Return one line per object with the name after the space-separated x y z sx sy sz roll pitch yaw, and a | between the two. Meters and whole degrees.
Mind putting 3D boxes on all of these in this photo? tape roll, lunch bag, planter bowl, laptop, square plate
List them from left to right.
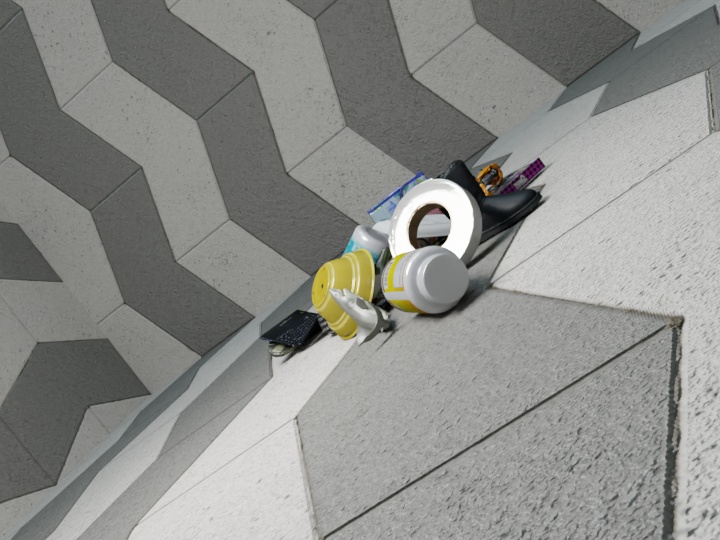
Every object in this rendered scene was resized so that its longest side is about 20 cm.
-0.138 0.112 1.835 0.198 0.104 0.177 8 25 30 | laptop
-0.051 0.042 1.534 0.200 0.083 0.202 -43 40 51 | planter bowl
0.143 -0.158 2.034 0.199 0.171 0.127 -35 6 2 | lunch bag
0.150 -0.103 1.626 0.198 0.029 0.198 -7 11 -19 | square plate
0.144 -0.080 1.397 0.202 0.205 0.037 -34 -31 28 | tape roll

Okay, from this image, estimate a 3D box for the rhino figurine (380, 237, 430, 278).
0.102 -0.003 1.494 0.060 0.088 0.200 -32 8 40 | rhino figurine

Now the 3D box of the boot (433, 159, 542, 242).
0.244 -0.156 1.448 0.199 0.169 0.076 -33 7 31 | boot

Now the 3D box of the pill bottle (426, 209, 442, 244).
0.182 -0.123 1.822 0.200 0.113 0.113 -41 8 -36 | pill bottle

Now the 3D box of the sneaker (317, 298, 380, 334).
-0.015 0.089 1.662 0.090 0.071 0.200 -11 -20 -46 | sneaker

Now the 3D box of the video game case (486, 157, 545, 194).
0.340 -0.188 1.760 0.200 0.036 0.181 -41 5 -27 | video game case

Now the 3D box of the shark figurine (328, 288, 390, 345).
0.014 0.106 1.369 0.090 0.127 0.214 -61 25 1 | shark figurine

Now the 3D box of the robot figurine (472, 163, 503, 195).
0.284 -0.199 1.713 0.145 0.058 0.200 -36 5 28 | robot figurine

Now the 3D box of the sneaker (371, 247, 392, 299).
0.064 0.020 1.576 0.077 0.088 0.200 -60 4 28 | sneaker

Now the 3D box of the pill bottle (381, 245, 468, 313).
0.110 0.017 1.197 0.109 0.110 0.200 -38 6 -12 | pill bottle

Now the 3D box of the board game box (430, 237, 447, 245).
0.126 -0.010 1.690 0.199 0.024 0.105 -36 9 13 | board game box

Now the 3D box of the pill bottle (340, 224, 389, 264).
0.000 0.000 1.719 0.201 0.110 0.111 -64 -3 19 | pill bottle

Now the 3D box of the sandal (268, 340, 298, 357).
-0.179 0.181 1.895 0.079 0.058 0.201 4 23 17 | sandal
